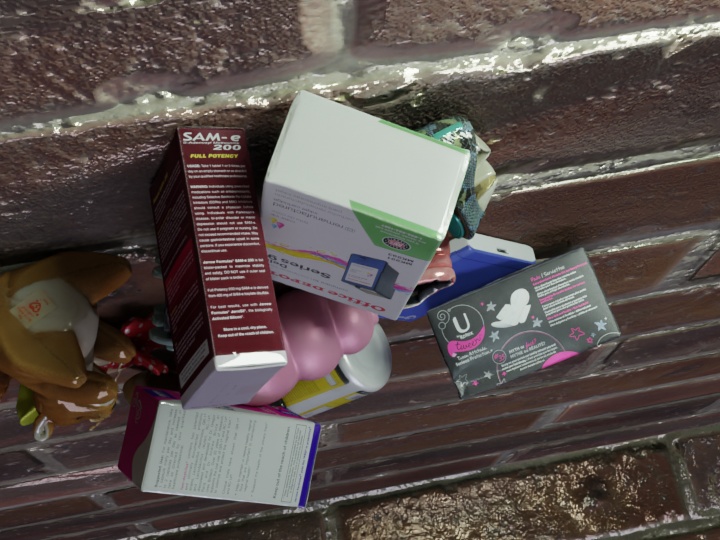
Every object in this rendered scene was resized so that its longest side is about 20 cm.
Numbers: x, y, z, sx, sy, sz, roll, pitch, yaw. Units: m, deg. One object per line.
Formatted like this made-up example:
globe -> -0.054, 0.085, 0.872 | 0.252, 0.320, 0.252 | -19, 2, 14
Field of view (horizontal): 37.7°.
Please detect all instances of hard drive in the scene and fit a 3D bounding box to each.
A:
hard drive -> 0.092, 0.012, 1.264 | 0.199, 0.026, 0.131 | -28, 155, 38

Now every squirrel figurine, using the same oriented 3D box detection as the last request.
squirrel figurine -> -0.323, 0.082, 1.038 | 0.198, 0.142, 0.187 | 8, 145, -2

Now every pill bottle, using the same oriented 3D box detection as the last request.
pill bottle -> -0.066, 0.130, 1.371 | 0.199, 0.113, 0.112 | -24, 157, 33

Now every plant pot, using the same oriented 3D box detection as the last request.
plant pot -> -0.214, 0.180, 1.382 | 0.200, 0.200, 0.028 | 16, 105, -52

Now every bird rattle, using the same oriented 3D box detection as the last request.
bird rattle -> -0.316, 0.096, 1.216 | 0.199, 0.113, 0.163 | -18, 176, -24

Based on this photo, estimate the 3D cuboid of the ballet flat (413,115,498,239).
ballet flat -> 0.092, -0.083, 0.954 | 0.074, 0.075, 0.200 | -15, 164, 8

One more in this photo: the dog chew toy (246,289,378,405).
dog chew toy -> -0.076, 0.079, 1.225 | 0.199, 0.125, 0.125 | -18, 161, -6

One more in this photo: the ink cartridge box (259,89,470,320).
ink cartridge box -> -0.008, -0.045, 0.882 | 0.144, 0.088, 0.200 | 19, 159, -2

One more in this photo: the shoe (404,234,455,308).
shoe -> 0.000, 0.000, 1.080 | 0.199, 0.092, 0.071 | -19, 159, 19

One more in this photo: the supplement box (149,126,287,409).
supplement box -> -0.118, -0.001, 0.844 | 0.060, 0.201, 0.109 | -3, 159, -25

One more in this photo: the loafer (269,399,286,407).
loafer -> -0.147, 0.163, 1.322 | 0.071, 0.201, 0.073 | -16, -173, 35

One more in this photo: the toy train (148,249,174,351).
toy train -> -0.137, 0.022, 0.988 | 0.113, 0.086, 0.200 | 3, -170, -9

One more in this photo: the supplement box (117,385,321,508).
supplement box -> -0.160, 0.201, 1.199 | 0.199, 0.104, 0.101 | 11, 179, -29

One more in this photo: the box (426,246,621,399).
box -> 0.189, 0.063, 1.261 | 0.199, 0.115, 0.132 | -21, 174, 2
